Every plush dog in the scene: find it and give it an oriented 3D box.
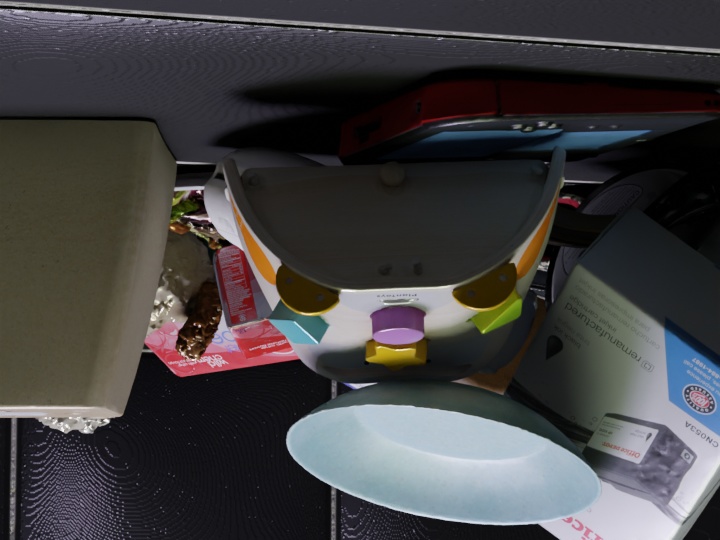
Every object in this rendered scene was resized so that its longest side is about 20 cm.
[{"bbox_3d":[-0.193,0.002,1.871,0.171,0.161,0.200,-11,-136,-32],"label":"plush dog"}]

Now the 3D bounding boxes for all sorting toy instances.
[{"bbox_3d":[0.023,0.017,1.476,0.198,0.108,0.180,-2,151,1],"label":"sorting toy"}]

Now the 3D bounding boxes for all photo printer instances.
[{"bbox_3d":[-0.003,-0.013,1.597,0.199,0.070,0.166,30,177,-24],"label":"photo printer"}]

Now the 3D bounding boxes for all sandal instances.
[{"bbox_3d":[0.081,-0.054,1.581,0.198,0.054,0.080,11,179,-20],"label":"sandal"}]

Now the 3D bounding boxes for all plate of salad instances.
[{"bbox_3d":[-0.085,-0.039,1.803,0.198,0.048,0.200,0,175,0],"label":"plate of salad"}]

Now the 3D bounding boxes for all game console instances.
[{"bbox_3d":[0.093,-0.082,1.444,0.175,0.031,0.200,3,175,-20],"label":"game console"}]

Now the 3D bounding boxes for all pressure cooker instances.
[{"bbox_3d":[0.226,0.019,1.691,0.178,0.177,0.200,-4,161,37],"label":"pressure cooker"}]

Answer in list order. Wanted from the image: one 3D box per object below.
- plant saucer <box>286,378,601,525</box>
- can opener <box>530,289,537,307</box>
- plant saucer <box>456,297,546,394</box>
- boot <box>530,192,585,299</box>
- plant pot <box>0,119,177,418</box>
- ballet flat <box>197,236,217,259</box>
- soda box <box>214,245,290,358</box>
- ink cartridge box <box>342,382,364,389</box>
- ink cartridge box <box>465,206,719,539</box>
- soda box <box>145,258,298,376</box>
[{"bbox_3d":[0.054,0.107,1.544,0.199,0.039,0.201,8,156,4],"label":"plant saucer"},{"bbox_3d":[0.042,0.009,1.982,0.199,0.067,0.053,24,179,23],"label":"can opener"},{"bbox_3d":[0.115,0.045,2.035,0.198,0.202,0.036,1,149,-10],"label":"plant saucer"},{"bbox_3d":[0.156,-0.021,1.910,0.153,0.074,0.203,14,171,-42],"label":"boot"},{"bbox_3d":[-0.225,0.005,1.597,0.198,0.179,0.200,0,175,0],"label":"plant pot"},{"bbox_3d":[-0.115,-0.018,2.014,0.199,0.073,0.072,-4,173,36],"label":"ballet flat"},{"bbox_3d":[0.000,0.000,1.766,0.198,0.064,0.070,-14,158,3],"label":"soda box"},{"bbox_3d":[0.009,0.025,1.946,0.094,0.037,0.200,29,142,-4],"label":"ink cartridge box"},{"bbox_3d":[0.173,0.085,1.575,0.145,0.201,0.084,35,-138,12],"label":"ink cartridge box"},{"bbox_3d":[-0.084,0.030,1.929,0.199,0.064,0.070,-11,132,41],"label":"soda box"}]
